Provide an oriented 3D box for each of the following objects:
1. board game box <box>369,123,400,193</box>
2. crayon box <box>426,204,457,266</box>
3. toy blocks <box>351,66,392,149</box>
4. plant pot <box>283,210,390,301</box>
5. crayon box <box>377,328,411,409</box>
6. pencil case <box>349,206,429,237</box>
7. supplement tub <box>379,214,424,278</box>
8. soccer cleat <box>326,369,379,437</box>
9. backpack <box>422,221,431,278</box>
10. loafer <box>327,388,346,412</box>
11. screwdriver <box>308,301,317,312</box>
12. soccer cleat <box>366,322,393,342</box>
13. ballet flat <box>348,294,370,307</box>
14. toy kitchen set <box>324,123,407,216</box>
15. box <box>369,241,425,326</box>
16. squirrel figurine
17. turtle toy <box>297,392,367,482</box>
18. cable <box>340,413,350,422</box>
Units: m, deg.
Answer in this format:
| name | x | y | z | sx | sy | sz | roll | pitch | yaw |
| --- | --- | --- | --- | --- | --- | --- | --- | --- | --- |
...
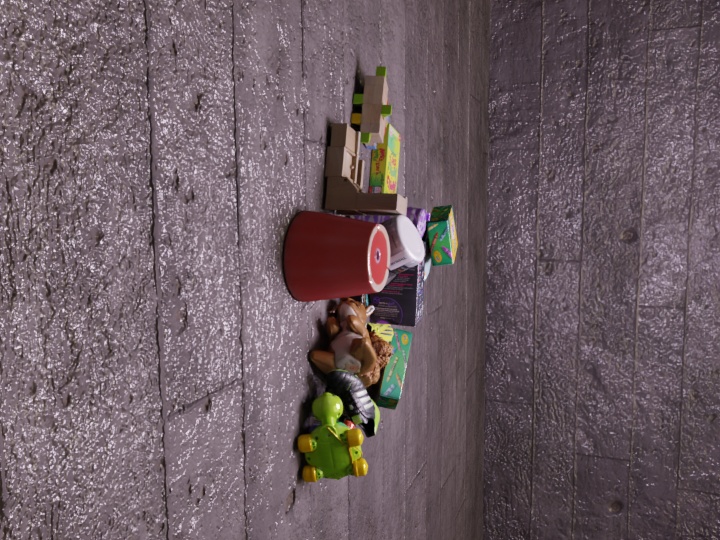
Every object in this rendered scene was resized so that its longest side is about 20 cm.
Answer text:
| name | x | y | z | sx | sy | sz | roll | pitch | yaw |
| --- | --- | --- | --- | --- | --- | --- | --- | --- | --- |
| board game box | 0.069 | -0.296 | 1.790 | 0.102 | 0.047 | 0.201 | 20 | 73 | -68 |
| crayon box | 0.222 | -0.098 | 1.728 | 0.200 | 0.058 | 0.120 | -57 | 139 | -69 |
| toy blocks | 0.040 | -0.407 | 1.670 | 0.137 | 0.099 | 0.201 | 41 | 54 | -78 |
| plant pot | -0.041 | -0.029 | 1.354 | 0.200 | 0.176 | 0.202 | 1 | 90 | -69 |
| crayon box | 0.098 | 0.284 | 1.836 | 0.119 | 0.058 | 0.201 | 96 | 7 | -64 |
| pencil case | 0.068 | -0.129 | 1.609 | 0.086 | 0.199 | 0.084 | -49 | 147 | -60 |
| supplement tub | 0.036 | -0.036 | 1.479 | 0.123 | 0.199 | 0.123 | 43 | 33 | -36 |
| soccer cleat | -0.012 | 0.300 | 1.450 | 0.200 | 0.067 | 0.081 | 54 | 24 | -33 |
| backpack | 0.109 | -0.040 | 1.740 | 0.151 | 0.176 | 0.201 | 66 | 26 | -45 |
| loafer | -0.025 | 0.270 | 1.567 | 0.200 | 0.069 | 0.070 | -66 | 150 | -44 |
| screwdriver | -0.084 | 0.043 | 1.465 | 0.200 | 0.029 | 0.028 | -49 | 137 | -53 |
| soccer cleat | 0.041 | 0.171 | 1.743 | 0.200 | 0.064 | 0.084 | -42 | 119 | -64 |
| ballet flat | 0.000 | 0.000 | 1.609 | 0.068 | 0.068 | 0.201 | 53 | 43 | -61 |
| toy kitchen set | 0.030 | -0.228 | 1.515 | 0.163 | 0.179 | 0.201 | 14 | 80 | -70 |
| box | 0.094 | 0.028 | 1.595 | 0.106 | 0.121 | 0.201 | -28 | 121 | -73 |
| squirrel figurine | -0.011 | 0.168 | 1.514 | 0.200 | 0.141 | 0.187 | 53 | 24 | -35 |
| turtle toy | -0.063 | 0.371 | 1.414 | 0.101 | 0.145 | 0.201 | -88 | 171 | -74 |
| cable | -0.008 | 0.376 | 1.648 | 0.200 | 0.050 | 0.098 | 20 | 74 | -67 |
